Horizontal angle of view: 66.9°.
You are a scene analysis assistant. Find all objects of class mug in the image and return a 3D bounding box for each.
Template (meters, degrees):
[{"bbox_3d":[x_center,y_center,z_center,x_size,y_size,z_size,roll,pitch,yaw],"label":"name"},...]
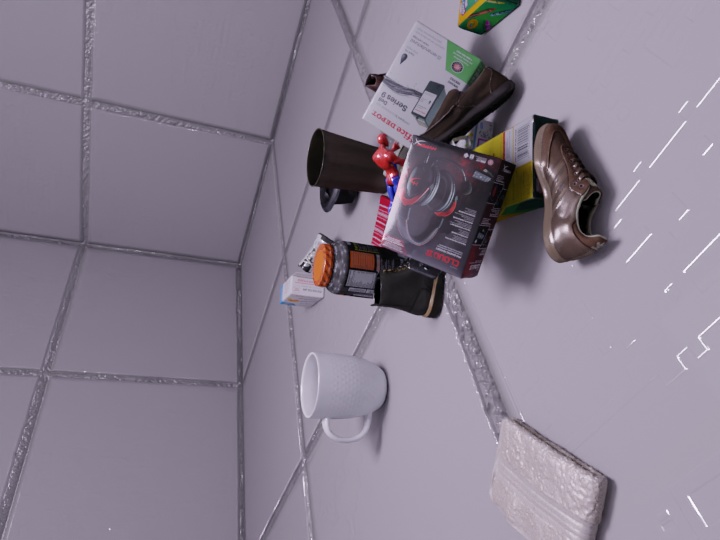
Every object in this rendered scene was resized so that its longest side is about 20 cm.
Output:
[{"bbox_3d":[-0.034,0.293,1.254,0.148,0.175,0.201,134,139,-59],"label":"mug"}]

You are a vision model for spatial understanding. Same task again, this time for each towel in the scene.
[{"bbox_3d":[0.056,-0.084,1.374,0.145,0.022,0.201,-132,53,-66],"label":"towel"},{"bbox_3d":[0.237,0.290,0.723,0.200,0.034,0.133,-160,78,-69],"label":"towel"}]

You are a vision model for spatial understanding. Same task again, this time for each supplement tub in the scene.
[{"bbox_3d":[0.000,0.000,1.235,0.122,0.199,0.123,-172,90,-70],"label":"supplement tub"}]

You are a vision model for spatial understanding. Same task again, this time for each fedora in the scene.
[{"bbox_3d":[-0.058,-0.267,1.649,0.201,0.091,0.201,-172,90,-70],"label":"fedora"}]

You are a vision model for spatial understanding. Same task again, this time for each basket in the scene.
[{"bbox_3d":[-0.023,-0.271,1.398,0.181,0.200,0.136,-109,34,-49],"label":"basket"}]

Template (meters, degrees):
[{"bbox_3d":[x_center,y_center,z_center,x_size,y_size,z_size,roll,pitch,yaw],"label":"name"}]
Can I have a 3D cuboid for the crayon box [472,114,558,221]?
[{"bbox_3d":[0.232,-0.151,0.873,0.200,0.051,0.127,166,108,-68],"label":"crayon box"}]

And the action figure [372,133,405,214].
[{"bbox_3d":[0.084,-0.182,1.084,0.065,0.099,0.200,9,126,49],"label":"action figure"}]

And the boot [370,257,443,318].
[{"bbox_3d":[0.094,-0.014,1.075,0.077,0.138,0.201,148,129,-65],"label":"boot"}]

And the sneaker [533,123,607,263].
[{"bbox_3d":[0.285,-0.111,0.726,0.075,0.070,0.201,-17,68,47],"label":"sneaker"}]

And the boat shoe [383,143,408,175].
[{"bbox_3d":[0.112,-0.256,1.208,0.072,0.060,0.202,-47,-4,-27],"label":"boat shoe"}]

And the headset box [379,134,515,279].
[{"bbox_3d":[0.127,-0.088,0.832,0.148,0.075,0.200,25,105,28],"label":"headset box"}]

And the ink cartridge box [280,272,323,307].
[{"bbox_3d":[-0.196,0.068,1.864,0.200,0.115,0.068,142,132,-63],"label":"ink cartridge box"}]

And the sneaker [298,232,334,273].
[{"bbox_3d":[-0.140,-0.045,1.759,0.116,0.076,0.200,-58,6,-15],"label":"sneaker"}]

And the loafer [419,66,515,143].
[{"bbox_3d":[0.167,-0.273,0.942,0.071,0.200,0.073,55,-172,9],"label":"loafer"}]

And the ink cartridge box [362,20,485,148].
[{"bbox_3d":[0.119,-0.334,1.031,0.200,0.146,0.084,-58,-10,18],"label":"ink cartridge box"}]

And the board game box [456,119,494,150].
[{"bbox_3d":[0.181,-0.205,1.061,0.200,0.034,0.135,-171,89,-70],"label":"board game box"}]

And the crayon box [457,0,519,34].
[{"bbox_3d":[0.240,-0.558,0.998,0.119,0.058,0.201,173,104,-70],"label":"crayon box"}]

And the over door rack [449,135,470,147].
[{"bbox_3d":[0.140,-0.114,0.957,0.148,0.066,0.201,134,138,-67],"label":"over door rack"}]

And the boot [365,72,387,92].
[{"bbox_3d":[0.104,-0.355,1.129,0.200,0.166,0.073,-125,51,-62],"label":"boot"}]
